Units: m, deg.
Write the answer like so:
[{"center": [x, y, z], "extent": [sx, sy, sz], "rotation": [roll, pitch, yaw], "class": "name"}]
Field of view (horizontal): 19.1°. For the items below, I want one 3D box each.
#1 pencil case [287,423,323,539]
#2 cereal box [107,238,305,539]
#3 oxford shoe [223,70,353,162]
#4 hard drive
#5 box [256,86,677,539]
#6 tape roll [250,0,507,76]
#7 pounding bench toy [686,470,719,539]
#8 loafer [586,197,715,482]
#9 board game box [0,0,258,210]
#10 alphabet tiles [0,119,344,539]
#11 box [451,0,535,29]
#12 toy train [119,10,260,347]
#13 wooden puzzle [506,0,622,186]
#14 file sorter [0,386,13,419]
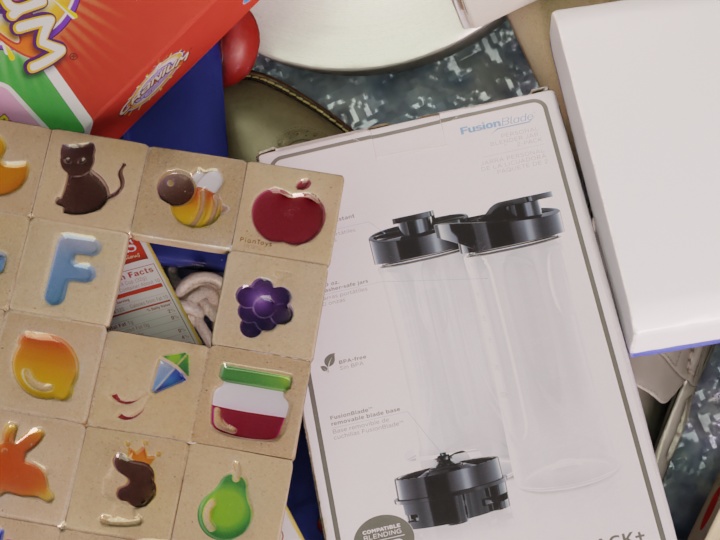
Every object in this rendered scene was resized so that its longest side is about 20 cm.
[{"center": [-0.007, 0.104, 0.821], "extent": [0.199, 0.087, 0.079], "rotation": [17, 122, 32], "class": "pencil case"}, {"center": [-0.061, 0.104, 0.736], "extent": [0.039, 0.144, 0.201], "rotation": [-17, 59, -25], "class": "cereal box"}, {"center": [0.000, 0.000, 0.854], "extent": [0.070, 0.075, 0.200], "rotation": [-41, 87, 6], "class": "oxford shoe"}, {"center": [0.178, -0.048, 0.760], "extent": [0.198, 0.025, 0.133], "rotation": [-9, 63, -4], "class": "hard drive"}, {"center": [0.036, 0.041, 0.752], "extent": [0.116, 0.060, 0.201], "rotation": [-13, 57, 1], "class": "box"}, {"center": [-0.004, -0.179, 0.870], "extent": [0.201, 0.037, 0.205], "rotation": [0, 92, 7], "class": "tape roll"}, {"center": [0.197, 0.080, 0.772], "extent": [0.123, 0.200, 0.157], "rotation": [26, 95, 5], "class": "pounding bench toy"}, {"center": [0.106, 0.034, 0.846], "extent": [0.069, 0.070, 0.202], "rotation": [12, 93, 6], "class": "loafer"}, {"center": [-0.141, -0.100, 0.757], "extent": [0.153, 0.040, 0.200], "rotation": [40, 71, 7], "class": "board game box"}, {"center": [-0.115, 0.029, 0.677], "extent": [0.198, 0.008, 0.169], "rotation": [9, 66, 2], "class": "alphabet tiles"}, {"center": [0.038, -0.203, 0.789], "extent": [0.094, 0.078, 0.201], "rotation": [-25, 76, 4], "class": "box"}, {"center": [-0.098, -0.012, 0.833], "extent": [0.115, 0.084, 0.202], "rotation": [-19, 70, 45], "class": "toy train"}, {"center": [0.165, -0.090, 0.817], "extent": [0.198, 0.037, 0.186], "rotation": [-20, 68, -8], "class": "wooden puzzle"}, {"center": [-0.162, 0.126, 0.769], "extent": [0.122, 0.139, 0.202], "rotation": [-23, 116, -14], "class": "file sorter"}]
